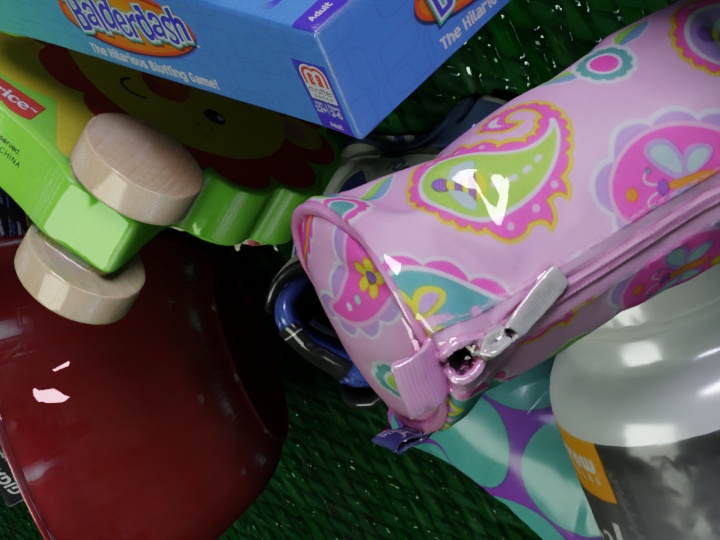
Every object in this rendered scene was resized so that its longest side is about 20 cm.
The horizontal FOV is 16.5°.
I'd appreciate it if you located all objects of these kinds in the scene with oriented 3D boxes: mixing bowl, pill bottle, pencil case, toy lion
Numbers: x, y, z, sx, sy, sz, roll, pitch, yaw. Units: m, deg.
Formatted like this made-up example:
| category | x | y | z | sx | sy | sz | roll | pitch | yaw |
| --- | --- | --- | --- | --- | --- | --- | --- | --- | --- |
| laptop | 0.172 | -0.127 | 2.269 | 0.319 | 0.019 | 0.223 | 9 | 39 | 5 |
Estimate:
| category | x | y | z | sx | sy | sz | roll | pitch | yaw |
| --- | --- | --- | --- | --- | --- | --- | --- | --- | --- |
| mixing bowl | -0.104 | 0.057 | 1.234 | 0.200 | 0.108 | 0.201 | -21 | -90 | -81 |
| pill bottle | 0.135 | 0.064 | 0.892 | 0.116 | 0.116 | 0.200 | 7 | 126 | 54 |
| pencil case | 0.107 | 0.097 | 1.034 | 0.200 | 0.085 | 0.093 | 41 | 127 | 12 |
| pencil case | 0.078 | -0.025 | 0.756 | 0.088 | 0.200 | 0.088 | 54 | 163 | 25 |
| toy lion | -0.108 | -0.071 | 0.950 | 0.200 | 0.192 | 0.069 | 34 | 118 | 3 |

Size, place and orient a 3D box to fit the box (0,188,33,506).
| category | x | y | z | sx | sy | sz | roll | pitch | yaw |
| --- | --- | --- | --- | --- | --- | --- | --- | --- | --- |
| box | -0.216 | -0.014 | 1.246 | 0.199 | 0.050 | 0.200 | 55 | -162 | -47 |

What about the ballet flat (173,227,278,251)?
| category | x | y | z | sx | sy | sz | roll | pitch | yaw |
| --- | --- | --- | --- | --- | --- | --- | --- | --- | --- |
| ballet flat | -0.094 | -0.054 | 1.109 | 0.200 | 0.075 | 0.064 | 25 | 121 | 52 |

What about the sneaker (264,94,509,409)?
| category | x | y | z | sx | sy | sz | roll | pitch | yaw |
| --- | --- | --- | --- | --- | --- | --- | --- | --- | --- |
| sneaker | 0.000 | 0.000 | 1.021 | 0.081 | 0.115 | 0.199 | 49 | 155 | -6 |

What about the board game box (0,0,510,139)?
| category | x | y | z | sx | sy | sz | roll | pitch | yaw |
| --- | --- | --- | --- | --- | --- | --- | --- | --- | --- |
| board game box | -0.024 | -0.124 | 0.826 | 0.200 | 0.152 | 0.045 | 18 | 144 | 45 |
